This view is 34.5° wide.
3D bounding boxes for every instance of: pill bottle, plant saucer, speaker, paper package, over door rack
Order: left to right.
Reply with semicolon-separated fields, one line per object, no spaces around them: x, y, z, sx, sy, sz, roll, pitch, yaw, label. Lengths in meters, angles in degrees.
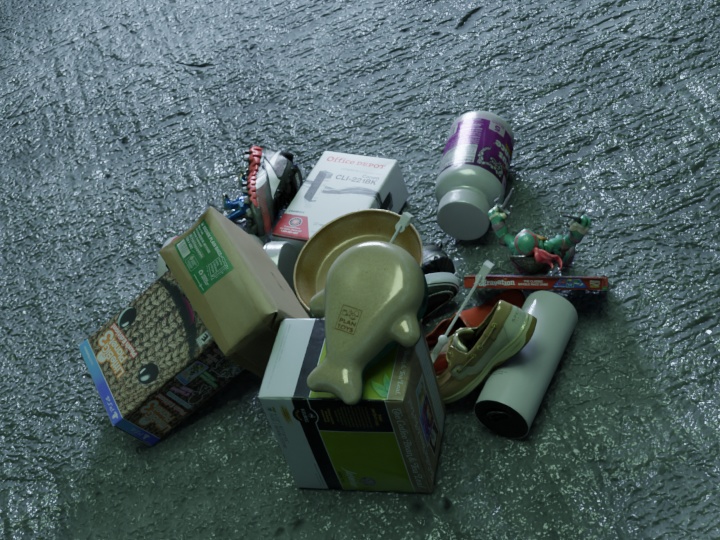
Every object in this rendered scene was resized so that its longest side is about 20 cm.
-0.204;0.004;1.802;0.197;0.121;0.121;-1;46;18;pill bottle
-0.161;0.039;1.616;0.103;0.191;0.201;-38;64;5;paper package
0.000;0.000;1.687;0.197;0.036;0.202;-10;52;13;plant saucer
0.070;0.036;1.574;0.147;0.067;0.202;32;87;6;over door rack
0.178;-0.148;1.825;0.110;0.113;0.202;0;48;19;pill bottle
0.224;0.125;1.564;0.080;0.082;0.201;11;51;27;speaker

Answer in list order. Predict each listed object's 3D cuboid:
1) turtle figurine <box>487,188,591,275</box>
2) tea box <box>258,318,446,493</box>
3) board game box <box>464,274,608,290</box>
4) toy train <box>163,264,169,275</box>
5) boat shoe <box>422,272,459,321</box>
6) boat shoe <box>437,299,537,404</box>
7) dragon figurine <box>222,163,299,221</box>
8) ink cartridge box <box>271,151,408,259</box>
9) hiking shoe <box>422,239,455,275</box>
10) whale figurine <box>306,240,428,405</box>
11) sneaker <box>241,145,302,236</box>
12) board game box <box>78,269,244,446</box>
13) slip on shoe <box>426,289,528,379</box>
0.247;-0.043;1.643;0.148;0.200;0.102;17;84;18;turtle figurine
-0.004;0.177;1.505;0.194;0.202;0.135;1;47;17;tea box
0.251;0.017;1.646;0.197;0.103;0.020;1;89;12;board game box
-0.282;0.039;1.751;0.045;0.202;0.034;11;39;-11;toy train
0.059;0.070;1.681;0.197;0.074;0.069;-21;51;-7;boat shoe
0.151;0.105;1.545;0.200;0.066;0.074;-46;11;36;boat shoe
-0.174;-0.112;1.949;0.098;0.059;0.201;12;50;29;dragon figurine
-0.030;-0.091;1.861;0.142;0.084;0.201;10;50;28;ink cartridge box
0.043;0.013;1.757;0.197;0.077;0.101;-16;27;0;hiking shoe
0.009;0.067;1.411;0.157;0.104;0.203;15;76;29;whale figurine
-0.141;-0.131;1.863;0.096;0.072;0.202;-1;41;-2;sneaker
-0.283;0.120;1.675;0.199;0.097;0.160;-40;54;5;board game box
0.159;0.083;1.642;0.198;0.062;0.074;-31;43;-14;slip on shoe
